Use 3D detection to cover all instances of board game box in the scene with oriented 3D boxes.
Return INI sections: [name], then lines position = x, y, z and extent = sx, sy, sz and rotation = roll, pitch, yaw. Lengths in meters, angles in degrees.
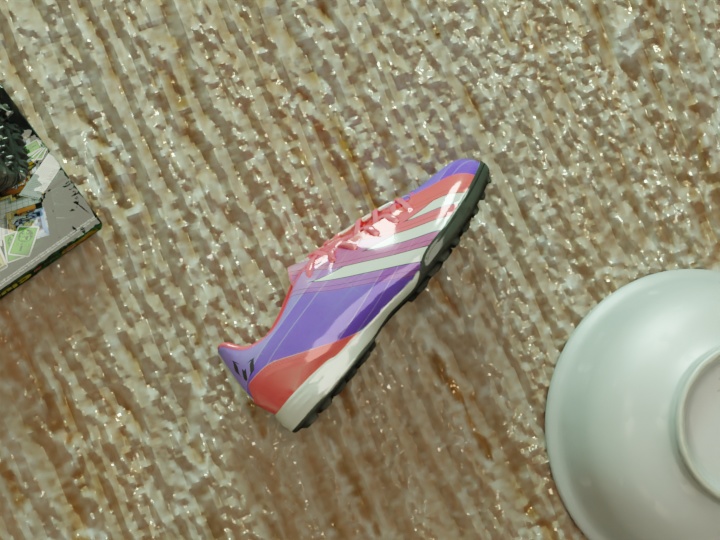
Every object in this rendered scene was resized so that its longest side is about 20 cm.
[board game box]
position = -0.261, -0.010, 0.777
extent = 0.200, 0.023, 0.105
rotation = -36, 90, -12

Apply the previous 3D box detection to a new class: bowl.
[bowl]
position = 0.219, 0.094, 0.808
extent = 0.200, 0.090, 0.202
rotation = 1, 83, -10

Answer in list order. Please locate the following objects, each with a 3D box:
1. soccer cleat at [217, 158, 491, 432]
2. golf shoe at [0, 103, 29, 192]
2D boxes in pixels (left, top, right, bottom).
[soccer cleat]
position = 0.000, 0.000, 0.798
extent = 0.073, 0.068, 0.200
rotation = 39, 81, 2
[golf shoe]
position = -0.271, -0.093, 0.756
extent = 0.200, 0.078, 0.095
rotation = 41, 95, 18
